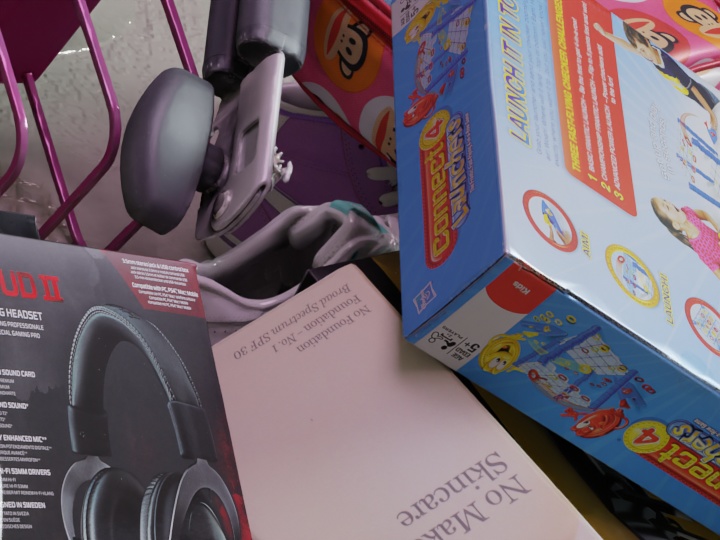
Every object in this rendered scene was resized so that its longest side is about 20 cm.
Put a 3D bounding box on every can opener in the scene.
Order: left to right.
[{"bbox_3d":[-0.053,-0.100,1.179,0.066,0.053,0.201,29,50,-26],"label":"can opener"}]

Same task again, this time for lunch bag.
[{"bbox_3d":[0.066,-0.105,1.261,0.176,0.082,0.199,41,37,26],"label":"lunch bag"}]

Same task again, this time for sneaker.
[{"bbox_3d":[0.000,0.000,1.178,0.199,0.089,0.075,-21,50,-31],"label":"sneaker"},{"bbox_3d":[0.028,-0.018,1.282,0.200,0.115,0.073,27,29,7],"label":"sneaker"}]

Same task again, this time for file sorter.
[{"bbox_3d":[-0.185,-0.075,1.194,0.199,0.139,0.126,-4,64,-37],"label":"file sorter"}]

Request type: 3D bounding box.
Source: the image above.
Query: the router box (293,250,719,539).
[{"bbox_3d":[0.081,0.072,1.103,0.157,0.052,0.200,-12,52,-43],"label":"router box"}]

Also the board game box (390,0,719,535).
[{"bbox_3d":[0.104,-0.012,1.070,0.195,0.056,0.201,32,35,-26],"label":"board game box"}]

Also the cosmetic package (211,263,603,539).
[{"bbox_3d":[0.017,0.105,0.974,0.103,0.073,0.200,-32,59,-20],"label":"cosmetic package"}]

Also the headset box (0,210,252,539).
[{"bbox_3d":[-0.109,0.076,0.903,0.149,0.077,0.201,11,64,-56],"label":"headset box"}]
